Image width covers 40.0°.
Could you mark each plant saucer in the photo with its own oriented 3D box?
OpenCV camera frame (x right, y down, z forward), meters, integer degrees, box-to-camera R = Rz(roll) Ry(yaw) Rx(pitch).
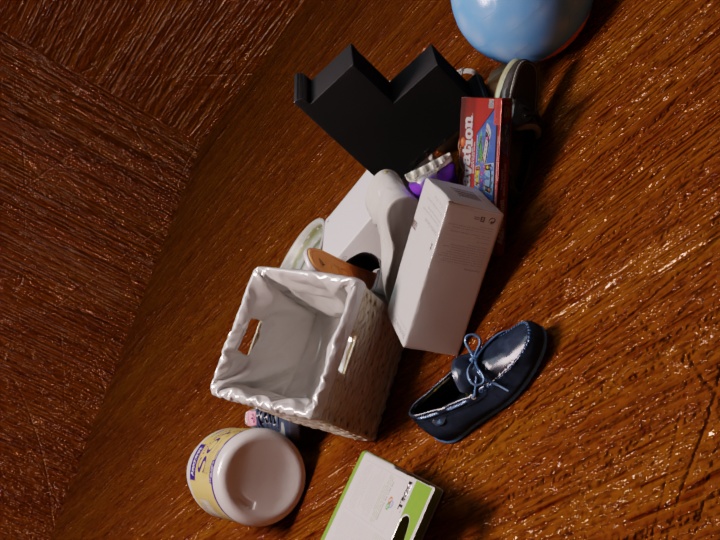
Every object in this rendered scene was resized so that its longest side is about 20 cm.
[{"bbox_3d":[-0.104,-0.004,1.921,0.200,0.050,0.200,-49,23,30],"label":"plant saucer"}]

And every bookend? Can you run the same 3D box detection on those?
[{"bbox_3d":[0.043,-0.257,1.407,0.199,0.200,0.092,-40,28,22],"label":"bookend"}]

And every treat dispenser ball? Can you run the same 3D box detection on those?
[{"bbox_3d":[0.226,-0.391,1.384,0.201,0.200,0.201,-50,22,29],"label":"treat dispenser ball"}]

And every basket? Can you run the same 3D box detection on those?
[{"bbox_3d":[-0.067,0.117,1.376,0.199,0.161,0.199,7,71,37],"label":"basket"}]

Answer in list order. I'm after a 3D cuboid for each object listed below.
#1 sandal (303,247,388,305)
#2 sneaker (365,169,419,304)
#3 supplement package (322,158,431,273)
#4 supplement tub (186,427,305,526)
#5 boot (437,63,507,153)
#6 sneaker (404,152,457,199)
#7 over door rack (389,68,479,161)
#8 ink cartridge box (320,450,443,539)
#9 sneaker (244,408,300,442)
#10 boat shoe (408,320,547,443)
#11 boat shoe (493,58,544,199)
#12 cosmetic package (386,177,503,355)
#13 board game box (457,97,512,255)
[{"bbox_3d":[0.002,0.007,1.451,0.059,0.206,0.079,-34,56,25],"label":"sandal"},{"bbox_3d":[0.054,-0.047,1.426,0.116,0.073,0.201,-114,18,-53],"label":"sneaker"},{"bbox_3d":[0.037,-0.076,1.573,0.200,0.111,0.156,-49,23,33],"label":"supplement package"},{"bbox_3d":[-0.185,0.318,1.543,0.200,0.145,0.146,-18,47,63],"label":"supplement tub"},{"bbox_3d":[0.162,-0.213,1.467,0.200,0.074,0.155,-44,17,38],"label":"boot"},{"bbox_3d":[0.118,-0.105,1.397,0.069,0.100,0.200,-26,-1,9],"label":"sneaker"},{"bbox_3d":[0.108,-0.260,1.683,0.200,0.067,0.148,0,61,45],"label":"over door rack"},{"bbox_3d":[0.037,0.301,1.114,0.148,0.076,0.200,-64,21,-9],"label":"ink cartridge box"},{"bbox_3d":[-0.139,0.239,1.570,0.200,0.082,0.070,132,140,-73],"label":"sneaker"},{"bbox_3d":[0.129,0.128,1.122,0.200,0.068,0.084,-52,22,26],"label":"boat shoe"},{"bbox_3d":[0.217,-0.189,1.331,0.065,0.073,0.201,3,83,54],"label":"boat shoe"},{"bbox_3d":[0.105,-0.005,1.272,0.113,0.081,0.201,-119,44,-67],"label":"cosmetic package"},{"bbox_3d":[0.161,-0.127,1.308,0.103,0.019,0.201,-158,67,-64],"label":"board game box"}]
